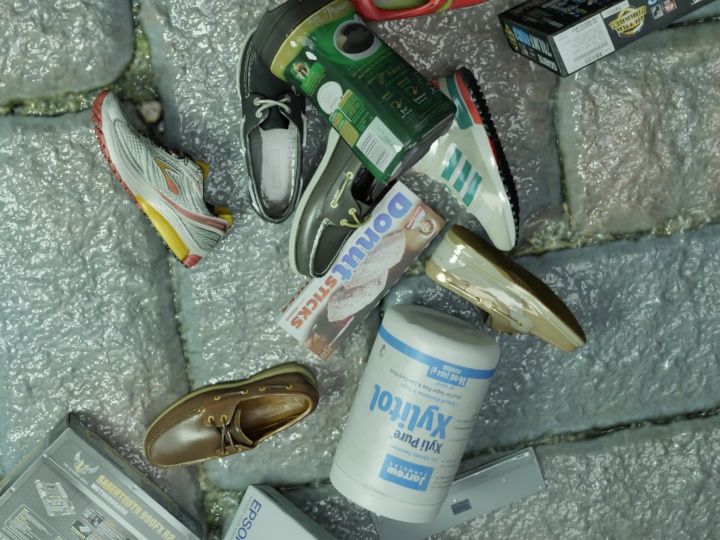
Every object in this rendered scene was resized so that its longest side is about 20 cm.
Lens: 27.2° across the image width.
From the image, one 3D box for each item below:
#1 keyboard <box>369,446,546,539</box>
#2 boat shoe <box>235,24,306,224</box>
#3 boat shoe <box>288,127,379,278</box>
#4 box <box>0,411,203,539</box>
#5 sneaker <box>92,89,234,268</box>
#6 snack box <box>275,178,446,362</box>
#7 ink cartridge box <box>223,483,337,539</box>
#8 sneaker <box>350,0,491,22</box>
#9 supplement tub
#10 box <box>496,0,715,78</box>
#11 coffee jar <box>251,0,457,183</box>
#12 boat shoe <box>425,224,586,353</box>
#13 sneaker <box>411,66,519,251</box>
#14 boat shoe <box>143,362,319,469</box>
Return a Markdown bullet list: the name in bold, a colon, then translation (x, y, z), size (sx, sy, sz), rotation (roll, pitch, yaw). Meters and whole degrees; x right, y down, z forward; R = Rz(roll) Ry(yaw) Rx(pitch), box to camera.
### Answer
- **keyboard**: translation (0.111, 0.259, 1.681), size (0.199, 0.011, 0.057), rotation (-22, 112, -2)
- **boat shoe**: translation (-0.090, -0.147, 1.511), size (0.073, 0.060, 0.202), rotation (1, 105, -7)
- **boat shoe**: translation (-0.014, -0.080, 1.527), size (0.060, 0.072, 0.203), rotation (26, 102, 28)
- **box**: translation (-0.293, 0.276, 1.601), size (0.200, 0.048, 0.158), rotation (43, 95, -17)
- **sneaker**: translation (-0.202, -0.102, 1.505), size (0.082, 0.078, 0.201), rotation (-36, 117, -2)
- **snack box**: translation (0.000, 0.000, 1.584), size (0.072, 0.024, 0.200), rotation (39, 97, -15)
- **ink cartridge box**: translation (-0.085, 0.364, 1.593), size (0.043, 0.199, 0.198), rotation (12, 106, -52)
- **sneaker**: translation (0.083, -0.286, 1.487), size (0.198, 0.085, 0.078), rotation (-19, 108, -3)
- **supplement tub**: translation (0.057, 0.149, 1.578), size (0.131, 0.132, 0.202), rotation (16, 101, -13)
- **box**: translation (0.251, -0.264, 1.460), size (0.197, 0.200, 0.050), rotation (-25, 107, -2)
- **coffee jar**: translation (-0.008, -0.187, 1.445), size (0.200, 0.104, 0.085), rotation (46, 139, 7)
- **boat shoe**: translation (0.154, 0.032, 1.598), size (0.199, 0.074, 0.069), rotation (37, 109, -15)
- **sneaker**: translation (0.103, -0.108, 1.557), size (0.093, 0.070, 0.201), rotation (-16, 110, 15)
- **boat shoe**: translation (-0.138, 0.159, 1.583), size (0.199, 0.068, 0.073), rotation (-22, 107, -2)
